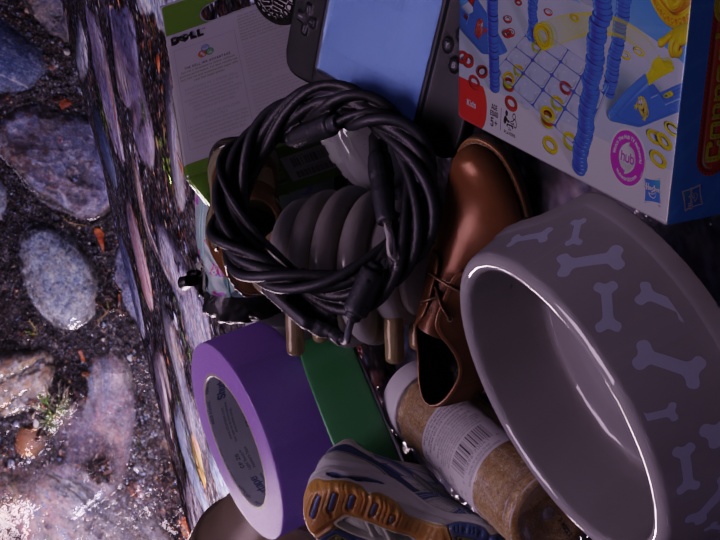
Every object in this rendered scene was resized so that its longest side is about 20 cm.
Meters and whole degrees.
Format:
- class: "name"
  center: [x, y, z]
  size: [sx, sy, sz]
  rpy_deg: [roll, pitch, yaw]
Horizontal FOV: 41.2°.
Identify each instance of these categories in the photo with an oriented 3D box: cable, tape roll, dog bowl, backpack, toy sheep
- class: "cable"
  center: [-0.035, -0.056, 0.672]
  size: [0.200, 0.051, 0.164]
  rpy_deg: [40, 109, 35]
- class: "tape roll"
  center: [-0.097, 0.156, 0.942]
  size: [0.200, 0.065, 0.202]
  rpy_deg: [43, 143, 43]
- class: "dog bowl"
  center: [0.121, 0.060, 0.502]
  size: [0.201, 0.058, 0.201]
  rpy_deg: [58, 165, 26]
- class: "tape roll"
  center: [0.005, 0.148, 0.851]
  size: [0.200, 0.048, 0.202]
  rpy_deg: [156, 91, -89]
- class: "backpack"
  center: [-0.096, -0.057, 0.992]
  size: [0.126, 0.166, 0.203]
  rpy_deg: [20, 119, 44]
- class: "toy sheep"
  center: [0.000, 0.000, 0.751]
  size: [0.138, 0.198, 0.140]
  rpy_deg: [1, -90, -68]

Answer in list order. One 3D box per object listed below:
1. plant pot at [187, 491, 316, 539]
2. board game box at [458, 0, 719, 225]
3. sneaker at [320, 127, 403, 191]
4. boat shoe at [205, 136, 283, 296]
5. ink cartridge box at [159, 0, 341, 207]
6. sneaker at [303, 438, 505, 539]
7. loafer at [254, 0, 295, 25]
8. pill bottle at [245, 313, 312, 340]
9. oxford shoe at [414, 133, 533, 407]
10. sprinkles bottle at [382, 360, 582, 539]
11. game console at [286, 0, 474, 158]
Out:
- class: "plant pot"
  center: [-0.097, 0.320, 1.162]
  size: [0.201, 0.198, 0.175]
  rpy_deg: [61, 137, 38]
- class: "board game box"
  center: [0.118, -0.151, 0.470]
  size: [0.200, 0.055, 0.198]
  rpy_deg: [-136, 39, -58]
- class: "sneaker"
  center: [0.007, -0.160, 0.751]
  size: [0.080, 0.076, 0.203]
  rpy_deg: [2, 105, 59]
- class: "boat shoe"
  center: [-0.100, -0.030, 0.843]
  size: [0.201, 0.075, 0.075]
  rpy_deg: [90, 168, -57]
- class: "ink cartridge box"
  center: [-0.096, -0.172, 0.889]
  size: [0.076, 0.146, 0.202]
  rpy_deg: [61, -167, -62]
- class: "sneaker"
  center: [0.057, 0.183, 0.706]
  size: [0.076, 0.198, 0.088]
  rpy_deg: [-60, 4, 24]
- class: "loafer"
  center: [-0.038, -0.305, 0.786]
  size: [0.073, 0.071, 0.202]
  rpy_deg: [33, 121, 24]
- class: "pill bottle"
  center: [-0.085, 0.127, 1.088]
  size: [0.112, 0.111, 0.202]
  rpy_deg: [-132, 37, -54]
- class: "oxford shoe"
  center: [0.071, 0.009, 0.645]
  size: [0.071, 0.071, 0.202]
  rpy_deg: [27, 128, 41]
- class: "sprinkles bottle"
  center: [0.084, 0.130, 0.698]
  size: [0.200, 0.067, 0.069]
  rpy_deg: [-144, 46, -62]
- class: "game console"
  center: [-0.013, -0.185, 0.636]
  size: [0.199, 0.117, 0.173]
  rpy_deg: [36, 123, 39]
